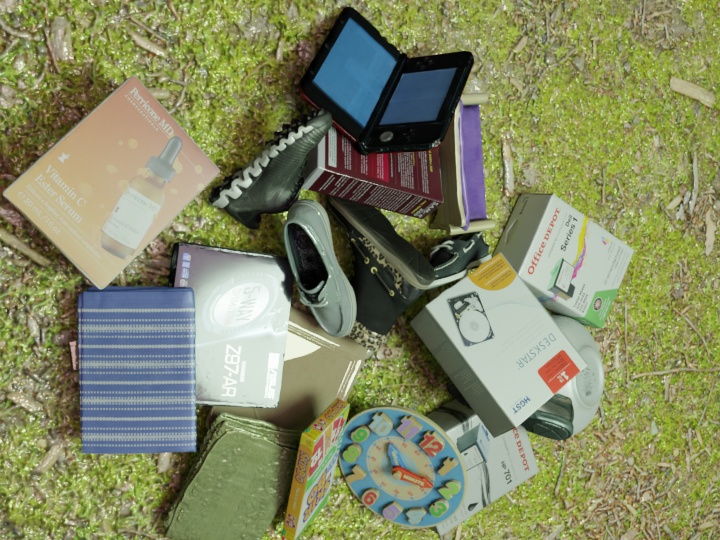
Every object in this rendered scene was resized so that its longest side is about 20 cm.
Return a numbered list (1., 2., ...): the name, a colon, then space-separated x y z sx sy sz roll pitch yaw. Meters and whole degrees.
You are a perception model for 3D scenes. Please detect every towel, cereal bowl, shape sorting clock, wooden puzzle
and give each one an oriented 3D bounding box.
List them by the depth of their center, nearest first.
1. towel: -0.272 0.120 0.914 0.142 0.024 0.203 -1 88 -2
2. towel: -0.166 0.289 1.009 0.147 0.037 0.202 23 101 -24
3. wooden puzzle: -0.102 0.160 1.057 0.184 0.037 0.202 27 79 -24
4. shape sorting clock: 0.057 0.284 1.069 0.039 0.197 0.203 -40 116 -61
5. cereal bowl: 0.332 0.170 1.199 0.198 0.083 0.203 6 81 -44

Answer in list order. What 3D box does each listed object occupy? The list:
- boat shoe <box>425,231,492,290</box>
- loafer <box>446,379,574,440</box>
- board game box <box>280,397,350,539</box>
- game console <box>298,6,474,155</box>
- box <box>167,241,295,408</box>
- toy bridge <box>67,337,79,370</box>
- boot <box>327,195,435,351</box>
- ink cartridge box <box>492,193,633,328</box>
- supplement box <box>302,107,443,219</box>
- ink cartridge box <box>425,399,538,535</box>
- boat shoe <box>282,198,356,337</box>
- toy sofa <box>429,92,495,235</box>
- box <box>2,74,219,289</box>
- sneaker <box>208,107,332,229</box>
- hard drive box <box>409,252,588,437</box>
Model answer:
1. boat shoe: 0.131 -0.019 1.099 0.199 0.075 0.061 -24 97 -60
2. loafer: 0.223 0.187 1.108 0.198 0.072 0.063 24 55 -3
3. board game box: -0.063 0.280 1.021 0.095 0.030 0.202 -37 147 -55
4. game console: 0.041 -0.264 1.000 0.119 0.170 0.202 61 41 -42
5. box: -0.175 0.073 0.976 0.158 0.043 0.203 9 86 -25
6. toy bridge: -0.275 0.077 0.968 0.197 0.027 0.068 -9 98 -25
7. boot: 0.000 0.000 1.049 0.073 0.200 0.152 -14 141 -53
8. ink cartridge box: 0.326 -0.016 1.211 0.198 0.084 0.146 28 83 -24
9. supplement box: 0.017 -0.151 1.045 0.197 0.061 0.110 12 62 -25
10. ink cartridge box: 0.162 0.287 1.162 0.198 0.086 0.148 -25 103 -20
11. boat shoe: -0.060 0.010 0.976 0.072 0.069 0.203 -57 137 -55
12. toy sofa: 0.154 -0.158 1.110 0.082 0.097 0.203 -8 98 -25
13. box: -0.298 -0.105 0.897 0.200 0.106 0.152 -48 112 -13
14. sneaker: -0.100 -0.126 0.973 0.199 0.067 0.091 -37 111 18
15. hard drive box: 0.192 0.102 1.050 0.155 0.077 0.201 -33 80 -26
